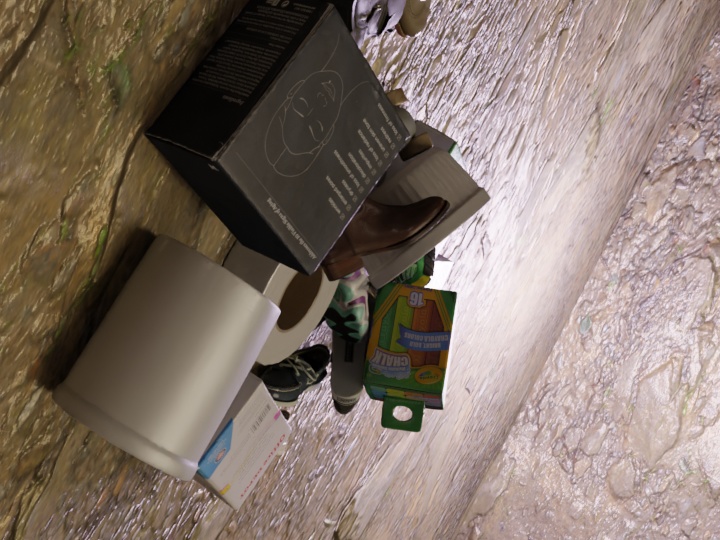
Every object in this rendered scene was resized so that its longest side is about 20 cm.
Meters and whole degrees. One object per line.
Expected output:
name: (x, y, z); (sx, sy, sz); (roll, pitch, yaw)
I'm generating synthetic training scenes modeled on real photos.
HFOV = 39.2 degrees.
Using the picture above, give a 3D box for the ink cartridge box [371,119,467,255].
ink cartridge box: (0.098, -0.117, 1.575); (0.148, 0.082, 0.200); (-58, 159, -7)

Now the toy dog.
toy dog: (0.017, -0.176, 1.321); (0.095, 0.134, 0.199); (-29, 162, 22)

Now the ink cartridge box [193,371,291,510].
ink cartridge box: (-0.182, 0.196, 1.271); (0.129, 0.124, 0.201); (-52, 156, -19)

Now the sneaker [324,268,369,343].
sneaker: (0.000, 0.000, 1.483); (0.140, 0.077, 0.202); (-50, 145, -35)

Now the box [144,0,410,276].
box: (-0.078, -0.140, 1.046); (0.198, 0.123, 0.201); (-56, 139, -16)

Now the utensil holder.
utensil holder: (-0.199, 0.088, 1.062); (0.202, 0.168, 0.170); (-60, 158, -10)

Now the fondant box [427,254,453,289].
fondant box: (0.077, 0.062, 1.773); (0.203, 0.058, 0.144); (-65, 158, 10)

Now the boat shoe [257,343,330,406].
boat shoe: (-0.096, 0.149, 1.474); (0.199, 0.074, 0.063); (-8, 126, -65)

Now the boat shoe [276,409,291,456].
boat shoe: (-0.152, 0.235, 1.470); (0.200, 0.072, 0.064); (19, 94, -79)

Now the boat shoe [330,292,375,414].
boat shoe: (-0.017, 0.124, 1.568); (0.064, 0.069, 0.203); (98, 3, -54)

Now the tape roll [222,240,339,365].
tape roll: (-0.104, 0.018, 1.309); (0.203, 0.070, 0.204); (-48, 155, -31)

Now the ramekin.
ramekin: (0.068, -0.077, 1.366); (0.199, 0.106, 0.200); (-38, 180, 0)

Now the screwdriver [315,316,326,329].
screwdriver: (-0.023, 0.015, 1.547); (0.201, 0.029, 0.028); (-54, 157, -29)

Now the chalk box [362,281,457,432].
chalk box: (0.073, 0.136, 1.513); (0.124, 0.122, 0.204); (74, 24, -71)

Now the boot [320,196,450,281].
boot: (-0.006, -0.115, 1.209); (0.184, 0.203, 0.064); (-29, -166, -10)

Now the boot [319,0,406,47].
boot: (0.008, -0.338, 1.164); (0.174, 0.068, 0.202); (-49, 159, -41)

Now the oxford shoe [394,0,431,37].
oxford shoe: (0.083, -0.371, 1.255); (0.070, 0.074, 0.202); (-45, 153, -36)

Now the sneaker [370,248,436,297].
sneaker: (0.051, -0.004, 1.586); (0.200, 0.084, 0.080); (132, -30, -66)
